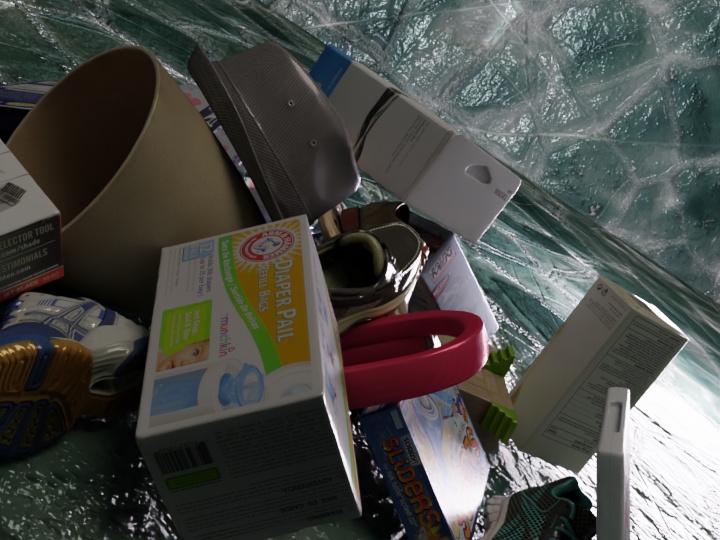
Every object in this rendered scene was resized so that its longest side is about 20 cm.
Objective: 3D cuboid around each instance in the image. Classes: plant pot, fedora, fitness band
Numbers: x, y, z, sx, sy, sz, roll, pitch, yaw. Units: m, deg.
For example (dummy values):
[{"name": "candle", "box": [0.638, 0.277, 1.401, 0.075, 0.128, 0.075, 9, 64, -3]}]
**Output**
[{"name": "plant pot", "box": [-0.159, -0.040, 0.793, 0.200, 0.187, 0.187, 41, 10, -40]}, {"name": "fedora", "box": [-0.061, -0.108, 0.832, 0.200, 0.090, 0.177, 62, -3, -7]}, {"name": "fitness band", "box": [0.001, 0.073, 0.781, 0.144, 0.199, 0.038, -65, 142, -77]}]

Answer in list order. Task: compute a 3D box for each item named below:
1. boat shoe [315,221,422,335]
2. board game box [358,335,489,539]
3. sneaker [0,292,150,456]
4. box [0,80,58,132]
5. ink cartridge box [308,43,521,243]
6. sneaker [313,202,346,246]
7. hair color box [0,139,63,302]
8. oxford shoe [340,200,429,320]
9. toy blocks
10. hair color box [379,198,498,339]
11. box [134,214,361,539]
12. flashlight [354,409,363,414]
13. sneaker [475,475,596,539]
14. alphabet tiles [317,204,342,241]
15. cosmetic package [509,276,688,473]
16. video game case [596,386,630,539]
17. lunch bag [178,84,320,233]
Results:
[{"name": "boat shoe", "box": [-0.001, 0.000, 0.829, 0.072, 0.066, 0.201, 41, 39, 15]}, {"name": "board game box", "box": [0.058, 0.144, 0.824, 0.200, 0.034, 0.136, -44, 113, -73]}, {"name": "sneaker", "box": [-0.201, 0.055, 0.613, 0.088, 0.075, 0.200, 32, 6, 14]}, {"name": "box", "box": [-0.295, -0.150, 0.923, 0.121, 0.033, 0.200, 9, 15, 16]}, {"name": "ink cartridge box", "box": [0.044, -0.128, 1.011, 0.144, 0.084, 0.200, 24, 15, -50]}, {"name": "sneaker", "box": [-0.044, -0.060, 1.227, 0.080, 0.078, 0.200, 33, 14, -44]}, {"name": "hair color box", "box": [-0.292, -0.058, 0.652, 0.111, 0.064, 0.200, -26, 56, -32]}, {"name": "oxford shoe", "box": [0.029, -0.008, 0.941, 0.200, 0.075, 0.071, -103, 172, -50]}, {"name": "toy blocks", "box": [0.073, 0.104, 1.004, 0.136, 0.100, 0.200, 22, 17, -6]}, {"name": "hair color box", "box": [0.075, 0.016, 1.096, 0.099, 0.061, 0.200, 28, -17, 35]}, {"name": "box", "box": [-0.070, 0.065, 0.652, 0.200, 0.112, 0.102, -101, 177, -56]}, {"name": "flashlight", "box": [-0.059, 0.052, 0.910, 0.200, 0.068, 0.068, 33, -9, 1]}, {"name": "sneaker", "box": [0.142, 0.215, 0.781, 0.078, 0.091, 0.200, 57, 16, -8]}, {"name": "alphabet tiles", "box": [-0.022, -0.029, 0.983, 0.196, 0.015, 0.200, 63, 10, -57]}, {"name": "cosmetic package", "box": [0.251, 0.117, 1.101, 0.105, 0.200, 0.071, 27, 18, -32]}, {"name": "video game case", "box": [0.204, 0.213, 0.803, 0.023, 0.201, 0.182, 1, 9, 16]}, {"name": "lunch bag", "box": [-0.133, -0.119, 1.057, 0.169, 0.128, 0.200, 23, 12, 27]}]
